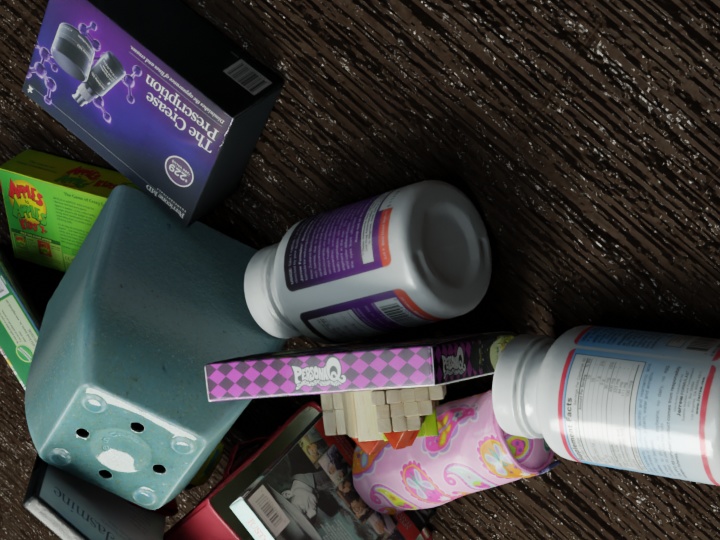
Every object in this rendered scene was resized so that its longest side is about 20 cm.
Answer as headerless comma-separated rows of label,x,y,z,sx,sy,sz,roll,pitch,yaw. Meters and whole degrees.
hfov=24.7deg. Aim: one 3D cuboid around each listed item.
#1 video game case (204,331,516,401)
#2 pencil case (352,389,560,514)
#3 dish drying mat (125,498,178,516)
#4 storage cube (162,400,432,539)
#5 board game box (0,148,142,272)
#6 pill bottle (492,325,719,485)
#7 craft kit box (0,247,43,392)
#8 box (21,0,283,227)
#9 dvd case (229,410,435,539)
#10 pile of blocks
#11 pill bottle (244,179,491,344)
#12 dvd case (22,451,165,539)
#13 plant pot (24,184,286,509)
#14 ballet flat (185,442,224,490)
video game case,0.005,0.077,1.334,0.200,0.181,0.036,-6,88,25
pencil case,0.082,0.155,1.418,0.200,0.087,0.088,-25,101,43
dish drying mat,-0.222,0.137,1.541,0.018,0.077,0.200,-38,53,21
storage cube,-0.077,0.263,1.547,0.200,0.171,0.180,48,137,1
board game box,-0.249,-0.043,1.563,0.200,0.048,0.102,15,126,29
pill bottle,0.208,0.100,1.265,0.200,0.109,0.109,6,121,35
craft kit box,-0.325,0.077,1.628,0.200,0.048,0.198,61,175,-11
box,-0.183,-0.157,1.419,0.200,0.079,0.141,39,137,10
dvd case,-0.020,0.211,1.448,0.022,0.200,0.146,-36,94,33
pile of blocks,0.025,0.125,1.402,0.200,0.082,0.062,176,88,-71
pill bottle,0.000,0.000,1.356,0.200,0.111,0.112,-15,108,42
dvd case,-0.230,0.200,1.462,0.018,0.200,0.143,-41,108,13
plant pot,-0.187,0.088,1.442,0.196,0.200,0.196,27,131,-12
ballet flat,-0.192,0.131,1.614,0.067,0.067,0.200,-50,50,10
